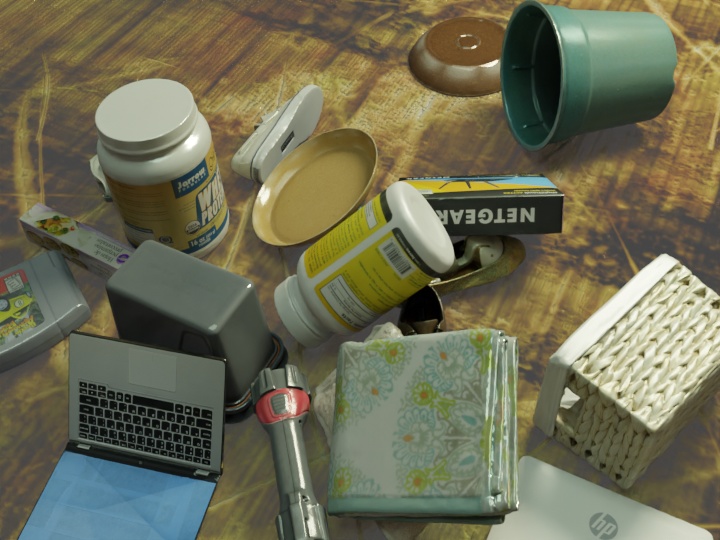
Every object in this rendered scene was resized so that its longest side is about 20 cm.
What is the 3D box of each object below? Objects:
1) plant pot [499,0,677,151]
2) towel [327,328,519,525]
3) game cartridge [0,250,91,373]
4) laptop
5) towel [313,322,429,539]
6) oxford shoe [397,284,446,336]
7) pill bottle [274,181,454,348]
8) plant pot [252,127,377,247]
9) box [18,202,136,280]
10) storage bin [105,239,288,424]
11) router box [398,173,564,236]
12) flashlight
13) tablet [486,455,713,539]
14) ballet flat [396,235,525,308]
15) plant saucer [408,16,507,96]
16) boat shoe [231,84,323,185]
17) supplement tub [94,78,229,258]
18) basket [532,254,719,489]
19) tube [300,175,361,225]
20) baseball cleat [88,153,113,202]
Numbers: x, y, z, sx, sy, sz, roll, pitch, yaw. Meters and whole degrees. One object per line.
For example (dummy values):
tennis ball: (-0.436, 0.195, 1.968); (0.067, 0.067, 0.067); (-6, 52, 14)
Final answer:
plant pot: (0.325, -0.281, 1.176); (0.191, 0.203, 0.203); (-7, 46, -12)
towel: (0.058, 0.149, 0.794); (0.196, 0.048, 0.175); (-8, 63, 30)
game cartridge: (-0.442, 0.062, 1.026); (0.197, 0.041, 0.134); (-28, 55, -19)
laptop: (-0.244, 0.188, 0.844); (0.182, 0.206, 0.116); (8, 14, 12)
towel: (0.034, 0.161, 0.852); (0.133, 0.034, 0.201); (-45, 53, 10)
oxford shoe: (0.065, 0.099, 0.916); (0.071, 0.086, 0.203); (-3, 49, -1)
pill bottle: (0.000, 0.000, 0.944); (0.198, 0.112, 0.114); (-35, 43, 20)
plant pot: (-0.057, -0.106, 1.106); (0.196, 0.028, 0.203); (-22, 42, 21)
box: (-0.369, -0.034, 1.102); (0.197, 0.042, 0.039); (24, 54, 23)
storage bin: (-0.198, 0.065, 0.935); (0.196, 0.136, 0.146); (19, 51, 22)
router box: (0.146, -0.085, 1.051); (0.194, 0.052, 0.150); (-2, 16, 2)
flashlight: (-0.070, 0.198, 0.855); (0.067, 0.068, 0.203); (16, 42, -35)
tablet: (0.227, 0.267, 0.798); (0.196, 0.014, 0.131); (20, 52, 21)
ballet flat: (0.121, -0.011, 1.023); (0.196, 0.072, 0.071); (-20, 49, -13)
plant saucer: (0.175, -0.360, 1.355); (0.195, 0.037, 0.204); (-3, 47, 3)
boat shoe: (-0.124, -0.208, 1.223); (0.068, 0.072, 0.202); (17, 56, 21)
supplement tub: (-0.252, -0.123, 1.064); (0.140, 0.203, 0.147); (-2, 47, 3)
basket: (0.291, 0.106, 0.859); (0.198, 0.137, 0.123); (-35, 57, -25)
tube: (-0.032, -0.089, 1.122); (0.076, 0.051, 0.202); (-18, 45, -6)
baseball cleat: (-0.341, -0.182, 1.214); (0.103, 0.071, 0.203); (-5, 47, 0)
